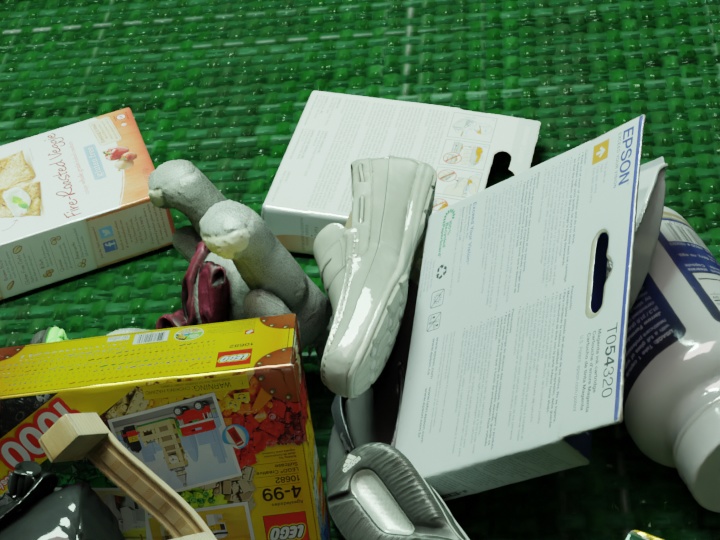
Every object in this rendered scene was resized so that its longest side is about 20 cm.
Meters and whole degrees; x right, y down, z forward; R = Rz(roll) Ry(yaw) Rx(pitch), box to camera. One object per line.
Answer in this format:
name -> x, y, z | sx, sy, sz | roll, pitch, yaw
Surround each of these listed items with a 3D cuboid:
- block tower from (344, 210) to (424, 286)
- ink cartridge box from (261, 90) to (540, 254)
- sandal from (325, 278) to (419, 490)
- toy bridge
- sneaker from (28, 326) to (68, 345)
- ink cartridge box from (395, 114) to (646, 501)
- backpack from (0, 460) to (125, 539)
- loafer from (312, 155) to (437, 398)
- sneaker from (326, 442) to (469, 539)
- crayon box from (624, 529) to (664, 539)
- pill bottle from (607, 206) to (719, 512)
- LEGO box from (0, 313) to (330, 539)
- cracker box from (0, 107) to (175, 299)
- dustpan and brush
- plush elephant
block tower -> 0.059, 0.027, 1.059 | 0.054, 0.058, 0.200 | -2, 33, -39
ink cartridge box -> 0.035, -0.072, 1.204 | 0.198, 0.050, 0.163 | 10, 44, 9
sandal -> 0.010, 0.092, 0.982 | 0.075, 0.043, 0.202 | -10, 60, 14
toy bridge -> -0.101, 0.163, 0.834 | 0.027, 0.067, 0.200 | -45, 70, 16
sneaker -> -0.249, 0.112, 1.020 | 0.083, 0.077, 0.201 | 7, 43, 11
ink cartridge box -> 0.104, 0.029, 0.902 | 0.199, 0.043, 0.198 | -23, 49, 48
backpack -> -0.226, 0.222, 0.836 | 0.198, 0.127, 0.167 | -23, 32, 7
loafer -> 0.000, 0.000, 0.988 | 0.069, 0.070, 0.201 | 12, 45, 7
sneaker -> 0.063, 0.193, 0.851 | 0.075, 0.115, 0.201 | -37, 58, 6
crayon box -> 0.214, 0.225, 0.709 | 0.199, 0.173, 0.058 | 18, 53, 29
pill bottle -> 0.209, 0.057, 0.970 | 0.110, 0.112, 0.201 | -16, 42, -8
LEGO box -> -0.126, 0.120, 0.923 | 0.198, 0.150, 0.077 | -7, 21, 3
cracker box -> -0.263, -0.050, 1.215 | 0.198, 0.058, 0.134 | -19, 42, -10
dustpan and brush -> 0.127, 0.029, 0.948 | 0.139, 0.057, 0.202 | -21, 58, 52
plush elephant -> -0.104, 0.047, 1.019 | 0.155, 0.200, 0.165 | -45, 35, -5
